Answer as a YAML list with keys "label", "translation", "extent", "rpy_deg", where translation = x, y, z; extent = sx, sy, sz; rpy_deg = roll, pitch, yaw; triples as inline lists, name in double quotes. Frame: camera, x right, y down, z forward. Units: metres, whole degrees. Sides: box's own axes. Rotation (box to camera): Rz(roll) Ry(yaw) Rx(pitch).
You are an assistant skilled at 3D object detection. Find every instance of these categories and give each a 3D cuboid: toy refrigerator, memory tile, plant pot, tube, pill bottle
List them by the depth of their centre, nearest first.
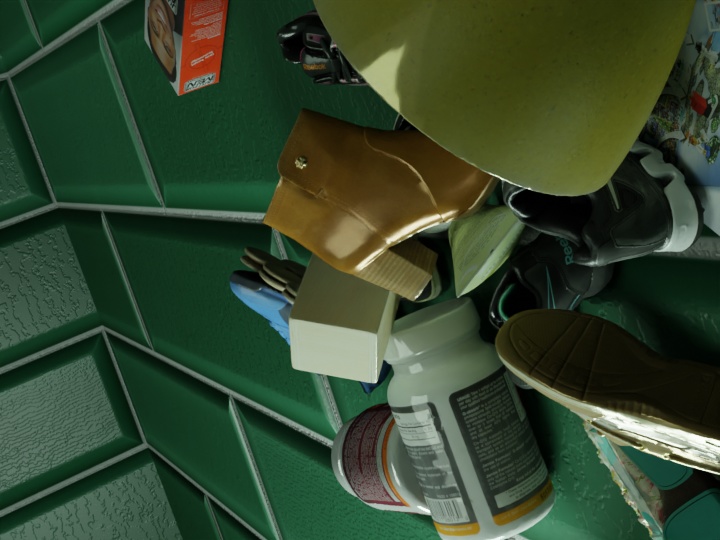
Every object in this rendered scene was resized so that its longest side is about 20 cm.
- label: "plant pot"
  translation: [0.094, -0.160, 0.550]
  extent: [0.142, 0.199, 0.201]
  rpy_deg: [-51, 61, 35]
- label: "tube"
  translation: [0.092, -0.020, 0.806]
  extent: [0.200, 0.051, 0.059]
  rpy_deg: [-53, -40, -85]
- label: "toy refrigerator"
  translation: [0.000, 0.000, 0.956]
  extent: [0.201, 0.075, 0.070]
  rpy_deg: [-72, -13, -45]
- label: "pill bottle"
  translation: [0.091, 0.134, 0.980]
  extent: [0.116, 0.116, 0.202]
  rpy_deg: [-10, 102, 67]
- label: "pill bottle"
  translation: [0.046, 0.193, 1.136]
  extent: [0.115, 0.113, 0.200]
  rpy_deg: [67, 157, 0]
- label: "memory tile"
  translation: [-0.031, 0.033, 1.141]
  extent: [0.200, 0.152, 0.017]
  rpy_deg: [38, 104, 50]

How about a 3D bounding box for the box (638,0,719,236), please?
- label: "box"
  translation: [0.193, -0.133, 0.606]
  extent: [0.137, 0.037, 0.201]
  rpy_deg: [49, 152, 38]

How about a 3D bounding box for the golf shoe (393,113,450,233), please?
- label: "golf shoe"
  translation: [0.055, -0.097, 0.878]
  extent: [0.073, 0.092, 0.201]
  rpy_deg: [53, 155, 29]

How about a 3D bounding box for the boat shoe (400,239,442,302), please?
- label: "boat shoe"
  translation: [0.011, 0.005, 1.098]
  extent: [0.200, 0.066, 0.072]
  rpy_deg: [12, 122, 64]

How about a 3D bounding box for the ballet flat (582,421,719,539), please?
- label: "ballet flat"
  translation: [0.230, 0.164, 0.786]
  extent: [0.201, 0.075, 0.064]
  rpy_deg: [64, -172, 19]

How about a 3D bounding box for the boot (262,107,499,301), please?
- label: "boot"
  translation: [0.022, -0.083, 0.782]
  extent: [0.143, 0.071, 0.202]
  rpy_deg: [30, 114, -6]

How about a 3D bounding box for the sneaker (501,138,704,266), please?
- label: "sneaker"
  translation: [0.114, -0.077, 0.667]
  extent: [0.201, 0.090, 0.067]
  rpy_deg: [54, 154, 30]

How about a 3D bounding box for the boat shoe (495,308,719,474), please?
- label: "boat shoe"
  translation: [0.182, 0.089, 0.740]
  extent: [0.199, 0.074, 0.070]
  rpy_deg: [22, 146, 30]

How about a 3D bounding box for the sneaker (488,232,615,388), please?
- label: "sneaker"
  translation: [0.131, 0.032, 0.847]
  extent: [0.076, 0.079, 0.201]
  rpy_deg: [53, 155, 30]

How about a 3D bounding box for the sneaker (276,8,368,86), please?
- label: "sneaker"
  translation: [-0.005, -0.183, 0.934]
  extent: [0.200, 0.086, 0.081]
  rpy_deg: [27, 137, 56]

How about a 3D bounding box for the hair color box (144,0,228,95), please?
- label: "hair color box"
  translation: [-0.209, -0.313, 1.298]
  extent: [0.102, 0.061, 0.200]
  rpy_deg: [57, 156, 20]

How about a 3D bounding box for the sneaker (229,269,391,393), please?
- label: "sneaker"
  translation: [-0.058, 0.068, 1.164]
  extent: [0.079, 0.199, 0.066]
  rpy_deg: [-62, 8, 11]
